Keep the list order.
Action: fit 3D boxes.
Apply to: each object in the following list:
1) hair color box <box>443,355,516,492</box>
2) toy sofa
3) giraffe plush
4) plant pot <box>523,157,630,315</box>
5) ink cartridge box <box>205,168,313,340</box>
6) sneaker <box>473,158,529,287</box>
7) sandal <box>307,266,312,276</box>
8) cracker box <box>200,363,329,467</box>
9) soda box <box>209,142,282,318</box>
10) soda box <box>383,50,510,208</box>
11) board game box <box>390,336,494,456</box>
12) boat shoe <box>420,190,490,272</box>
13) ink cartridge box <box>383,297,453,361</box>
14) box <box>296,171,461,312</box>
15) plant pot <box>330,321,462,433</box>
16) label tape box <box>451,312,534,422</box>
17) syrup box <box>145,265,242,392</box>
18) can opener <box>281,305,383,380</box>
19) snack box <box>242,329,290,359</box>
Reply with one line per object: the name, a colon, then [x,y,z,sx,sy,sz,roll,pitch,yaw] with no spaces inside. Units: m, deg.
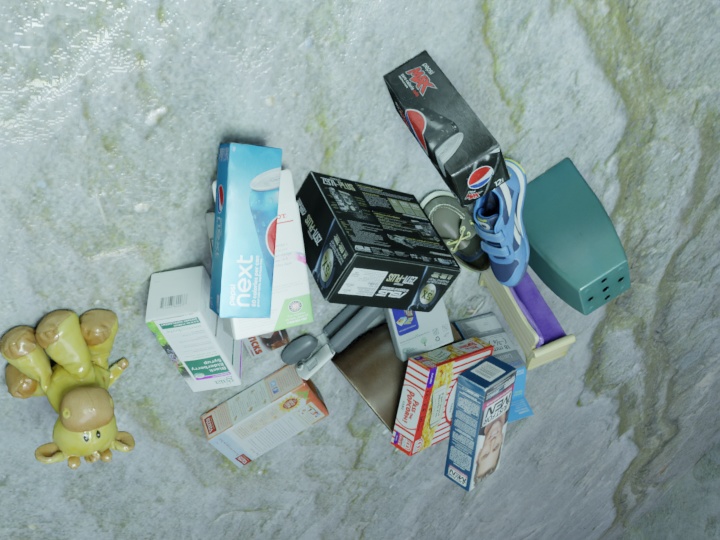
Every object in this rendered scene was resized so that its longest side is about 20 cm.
hair color box: [0.203,0.259,1.270,0.099,0.060,0.205,-20,124,-43]
toy sofa: [0.287,0.058,1.299,0.081,0.203,0.099,-17,148,-13]
giraffe plush: [-0.384,0.176,1.012,0.169,0.164,0.203,-20,142,-12]
plant pot: [0.345,-0.041,1.224,0.139,0.202,0.142,-31,144,4]
ink cartridge box: [-0.136,-0.024,0.986,0.114,0.067,0.206,-11,102,-22]
sneaker: [0.212,-0.065,1.162,0.081,0.073,0.205,-26,117,-37]
sandal: [-0.001,-0.006,1.135,0.197,0.084,0.050,7,134,-18]
cracker box: [-0.169,0.260,1.342,0.197,0.058,0.135,-30,142,-1]
soda box: [-0.140,-0.048,0.909,0.066,0.064,0.206,2,96,-24]
soda box: [0.101,-0.175,0.907,0.070,0.202,0.064,-29,142,2]
board game box: [0.139,0.205,1.251,0.197,0.046,0.156,-10,117,-49]
boat shoe: [0.158,-0.058,1.195,0.072,0.061,0.201,-38,142,11]
ink cartridge box: [0.081,0.034,1.214,0.097,0.039,0.205,-18,103,-13]
box: [0.017,-0.037,1.040,0.196,0.166,0.087,7,131,-39]
plant pot: [0.079,0.160,1.317,0.200,0.187,0.188,-42,144,-7]
label tape box: [0.232,0.187,1.407,0.141,0.202,0.064,-11,141,-23]
syrup box: [-0.232,0.089,1.072,0.076,0.083,0.202,-8,141,5]
can opener: [-0.046,0.107,1.254,0.199,0.053,0.066,-41,141,13]
snack box: [-0.163,0.064,1.149,0.070,0.025,0.202,-23,143,-7]
